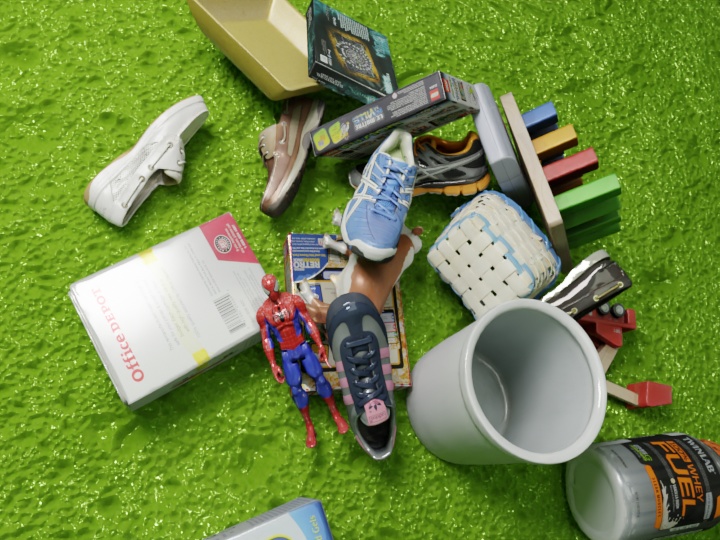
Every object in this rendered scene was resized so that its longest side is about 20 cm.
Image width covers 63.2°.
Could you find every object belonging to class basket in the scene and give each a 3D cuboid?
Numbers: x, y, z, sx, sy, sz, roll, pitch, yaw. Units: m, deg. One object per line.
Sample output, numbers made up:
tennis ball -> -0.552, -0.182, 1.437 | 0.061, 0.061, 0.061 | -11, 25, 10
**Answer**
basket -> 0.187, -0.025, 0.808 | 0.177, 0.139, 0.199 | 51, 38, 9

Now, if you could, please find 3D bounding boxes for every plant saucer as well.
plant saucer -> -0.120, -0.310, 0.816 | 0.200, 0.049, 0.200 | 44, 37, 7

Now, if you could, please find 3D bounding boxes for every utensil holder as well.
utensil holder -> 0.157, 0.145, 0.693 | 0.167, 0.200, 0.173 | 6, 68, -15

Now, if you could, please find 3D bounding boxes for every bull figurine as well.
bull figurine -> 0.000, 0.000, 0.720 | 0.120, 0.065, 0.202 | 26, 63, -3

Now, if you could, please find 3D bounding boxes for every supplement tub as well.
supplement tub -> 0.379, 0.278, 0.757 | 0.196, 0.123, 0.125 | -2, 71, -18

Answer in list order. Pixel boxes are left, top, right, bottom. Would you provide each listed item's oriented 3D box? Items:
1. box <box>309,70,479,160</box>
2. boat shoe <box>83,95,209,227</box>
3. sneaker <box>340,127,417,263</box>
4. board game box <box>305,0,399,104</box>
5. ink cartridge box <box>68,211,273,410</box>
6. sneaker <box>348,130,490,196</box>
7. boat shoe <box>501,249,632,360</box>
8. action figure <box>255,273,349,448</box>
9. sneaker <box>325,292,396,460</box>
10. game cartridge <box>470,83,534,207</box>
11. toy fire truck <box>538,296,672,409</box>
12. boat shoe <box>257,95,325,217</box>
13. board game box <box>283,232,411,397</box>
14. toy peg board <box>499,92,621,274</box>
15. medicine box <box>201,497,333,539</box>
box -> 0.043, -0.194, 0.759 | 0.109, 0.197, 0.035 | -11, 86, -57
boat shoe -> -0.253, -0.136, 0.742 | 0.069, 0.071, 0.201 | 39, 73, -1
sneaker -> 0.025, -0.093, 0.693 | 0.074, 0.078, 0.202 | 16, 47, -7
board game box -> -0.013, -0.309, 0.841 | 0.133, 0.028, 0.202 | 19, 41, -23
ink cartridge box -> -0.208, 0.046, 0.680 | 0.198, 0.083, 0.147 | -28, 82, -24
sneaker -> 0.079, -0.148, 0.810 | 0.196, 0.078, 0.079 | -5, 36, 6
boat shoe -> 0.264, 0.062, 0.775 | 0.201, 0.071, 0.061 | -45, 63, 14
action figure -> -0.069, 0.098, 0.654 | 0.064, 0.052, 0.203 | -20, 102, -2
sneaker -> 0.010, 0.121, 0.649 | 0.069, 0.203, 0.082 | -17, 32, -6
game cartridge -> 0.203, -0.162, 0.831 | 0.040, 0.199, 0.135 | -18, 72, 20
toy fire truck -> 0.346, 0.118, 0.843 | 0.196, 0.049, 0.144 | 9, 72, -11
boat shoe -> -0.106, -0.160, 0.796 | 0.071, 0.076, 0.203 | 19, 57, -5
board game box -> -0.020, 0.054, 0.755 | 0.149, 0.046, 0.204 | 1, 71, -17
toy peg board -> 0.284, -0.129, 0.810 | 0.096, 0.200, 0.202 | -20, 66, 16
medicine box -> -0.111, 0.358, 0.588 | 0.197, 0.103, 0.185 | -16, 76, -22
